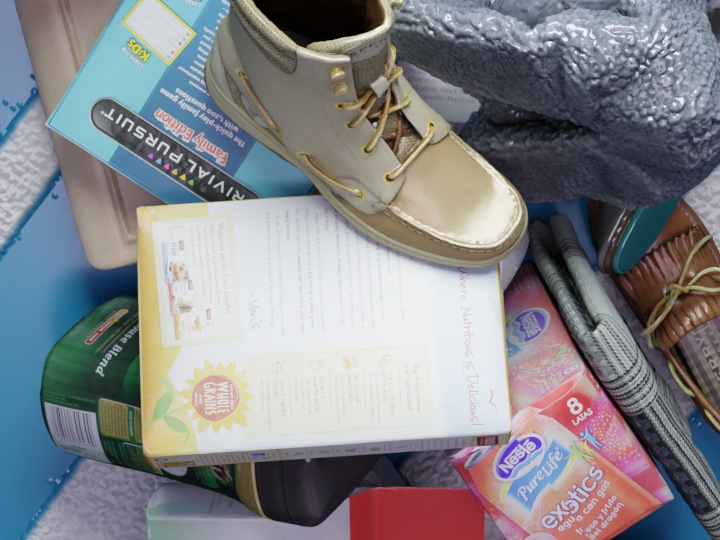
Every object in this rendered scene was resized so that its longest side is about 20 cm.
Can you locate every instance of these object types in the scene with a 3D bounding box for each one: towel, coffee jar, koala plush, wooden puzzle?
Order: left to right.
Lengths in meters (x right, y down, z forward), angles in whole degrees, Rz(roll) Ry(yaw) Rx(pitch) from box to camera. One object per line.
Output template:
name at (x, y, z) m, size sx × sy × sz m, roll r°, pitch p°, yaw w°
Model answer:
wooden puzzle at (-0.092, -0.111, 1.139) m, size 0.200 × 0.037 × 0.185 m, roll -14°, pitch 96°, yaw 4°
coffee jar at (-0.084, 0.082, 1.127) m, size 0.200 × 0.104 × 0.085 m, roll 14°, pitch 126°, yaw 28°
koala plush at (0.144, -0.153, 1.030) m, size 0.200 × 0.184 × 0.177 m, roll -61°, pitch 141°, yaw -22°
towel at (0.171, 0.066, 1.150) m, size 0.035 × 0.200 × 0.193 m, roll -34°, pitch 111°, yaw 7°

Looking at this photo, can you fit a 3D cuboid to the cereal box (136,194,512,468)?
cereal box at (-0.021, 0.030, 1.042) m, size 0.200 × 0.040 × 0.144 m, roll -3°, pitch 72°, yaw 0°

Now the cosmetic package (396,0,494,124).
cosmetic package at (0.071, -0.190, 1.125) m, size 0.101 × 0.071 × 0.200 m, roll 4°, pitch 107°, yaw -6°

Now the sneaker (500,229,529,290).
sneaker at (0.000, 0.000, 1.174) m, size 0.200 × 0.075 × 0.115 m, roll -33°, pitch 110°, yaw 7°

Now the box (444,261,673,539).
box at (0.104, 0.085, 1.146) m, size 0.095 × 0.200 × 0.103 m, roll -34°, pitch 106°, yaw 7°

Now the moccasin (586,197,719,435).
moccasin at (0.206, 0.025, 1.201) m, size 0.074 × 0.078 × 0.202 m, roll -25°, pitch 104°, yaw 1°

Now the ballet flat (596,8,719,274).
ballet flat at (0.186, -0.087, 1.156) m, size 0.064 × 0.067 × 0.200 m, roll 32°, pitch 78°, yaw 25°

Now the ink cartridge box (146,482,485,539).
ink cartridge box at (-0.025, 0.208, 1.151) m, size 0.200 × 0.050 × 0.161 m, roll 2°, pitch 116°, yaw 5°

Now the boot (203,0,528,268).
boot at (0.009, -0.086, 0.975) m, size 0.200 × 0.155 × 0.073 m, roll 37°, pitch 72°, yaw 5°

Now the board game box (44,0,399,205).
board game box at (-0.062, -0.127, 1.085) m, size 0.151 × 0.047 × 0.200 m, roll 34°, pitch 104°, yaw -2°

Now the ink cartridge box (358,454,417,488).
ink cartridge box at (-0.013, 0.199, 1.230) m, size 0.145 × 0.084 × 0.200 m, roll -42°, pitch 107°, yaw 8°
